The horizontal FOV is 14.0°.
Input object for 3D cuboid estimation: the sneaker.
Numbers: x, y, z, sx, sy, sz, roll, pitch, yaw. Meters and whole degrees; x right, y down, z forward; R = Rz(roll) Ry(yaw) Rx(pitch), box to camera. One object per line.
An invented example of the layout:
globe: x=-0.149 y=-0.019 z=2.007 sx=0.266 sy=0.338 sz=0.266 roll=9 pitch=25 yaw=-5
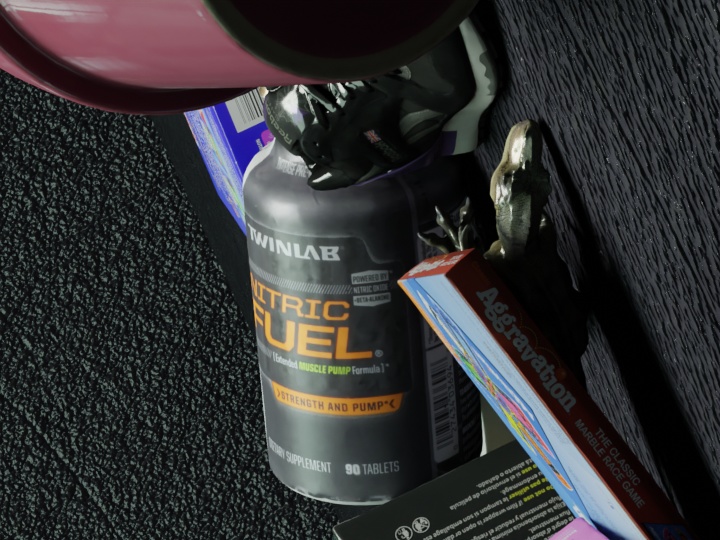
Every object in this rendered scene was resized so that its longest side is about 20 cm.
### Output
sneaker: x=0.004 y=-0.077 z=1.207 sx=0.076 sy=0.087 sz=0.200 roll=63 pitch=173 yaw=17

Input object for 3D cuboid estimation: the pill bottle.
pill bottle: x=0.000 y=0.000 z=1.374 sx=0.106 sy=0.106 sz=0.201 roll=-127 pitch=30 yaw=-64

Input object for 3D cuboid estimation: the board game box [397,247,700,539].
board game box: x=0.090 y=0.077 z=1.174 sx=0.200 sy=0.019 sz=0.103 roll=53 pitch=170 yaw=-5

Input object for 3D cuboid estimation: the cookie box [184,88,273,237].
cookie box: x=-0.062 y=-0.096 z=1.781 sx=0.172 sy=0.075 sz=0.200 roll=68 pitch=173 yaw=-28

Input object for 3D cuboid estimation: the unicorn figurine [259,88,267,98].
unicorn figurine: x=-0.061 y=-0.156 z=1.512 sx=0.200 sy=0.074 sz=0.138 roll=-113 pitch=13 yaw=-47

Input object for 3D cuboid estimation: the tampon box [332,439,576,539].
tampon box: x=0.094 y=0.202 z=1.363 sx=0.200 sy=0.126 sz=0.150 roll=61 pitch=173 yaw=32

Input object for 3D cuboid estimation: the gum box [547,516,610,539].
gum box: x=0.132 y=0.204 z=1.164 sx=0.200 sy=0.066 sz=0.113 roll=54 pitch=176 yaw=-11

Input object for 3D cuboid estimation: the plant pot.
plant pot: x=-0.046 y=-0.142 z=0.992 sx=0.179 sy=0.200 sz=0.200 roll=27 pitch=144 yaw=56

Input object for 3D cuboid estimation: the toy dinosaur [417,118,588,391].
toy dinosaur: x=0.073 y=0.016 z=1.211 sx=0.088 sy=0.047 sz=0.200 roll=46 pitch=164 yaw=53

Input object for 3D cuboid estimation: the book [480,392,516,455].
book: x=0.028 y=-0.006 z=1.517 sx=0.200 sy=0.048 sz=0.134 roll=60 pitch=171 yaw=28
